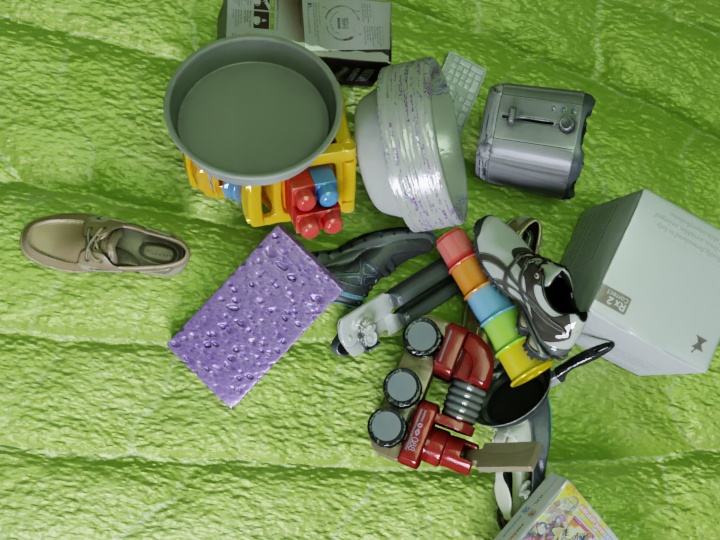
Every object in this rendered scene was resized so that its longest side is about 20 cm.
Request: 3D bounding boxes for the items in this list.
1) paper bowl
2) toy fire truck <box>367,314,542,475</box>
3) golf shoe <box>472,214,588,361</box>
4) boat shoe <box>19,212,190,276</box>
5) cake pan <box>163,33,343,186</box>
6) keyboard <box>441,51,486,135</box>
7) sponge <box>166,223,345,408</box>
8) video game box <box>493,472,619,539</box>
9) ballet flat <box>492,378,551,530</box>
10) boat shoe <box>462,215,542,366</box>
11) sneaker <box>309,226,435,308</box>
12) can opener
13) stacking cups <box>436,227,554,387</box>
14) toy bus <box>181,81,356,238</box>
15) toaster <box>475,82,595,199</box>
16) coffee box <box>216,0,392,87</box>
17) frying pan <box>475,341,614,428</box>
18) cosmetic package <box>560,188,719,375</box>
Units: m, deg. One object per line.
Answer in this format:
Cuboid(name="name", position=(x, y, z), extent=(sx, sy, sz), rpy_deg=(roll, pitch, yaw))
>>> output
Cuboid(name="paper bowl", position=(0.058, -0.144, 1.617), extent=(0.104, 0.201, 0.202), rpy_deg=(-11, 87, 13))
Cuboid(name="toy fire truck", position=(0.124, 0.163, 1.616), extent=(0.199, 0.129, 0.177), rpy_deg=(21, 80, 9))
Cuboid(name="golf shoe", position=(0.206, 0.005, 1.600), extent=(0.078, 0.095, 0.201), rpy_deg=(-10, 62, -39))
Cuboid(name="boat shoe", position=(-0.299, -0.033, 1.605), extent=(0.199, 0.065, 0.072), rpy_deg=(4, 84, -12))
Cuboid(name="cake pan", position=(-0.119, -0.176, 1.528), extent=(0.199, 0.037, 0.201), rpy_deg=(1, 60, -2))
Cuboid(name="keyboard", position=(0.100, -0.178, 1.731), extent=(0.056, 0.011, 0.201), rpy_deg=(24, 81, -9))
Cuboid(name="sponge", position=(-0.124, 0.055, 1.621), extent=(0.112, 0.030, 0.200), rpy_deg=(43, 98, -4))
Cuboid(name="video game box", position=(0.237, 0.376, 1.658), extent=(0.182, 0.047, 0.200), rpy_deg=(-45, 116, -10))
Cuboid(name="ballet flat", position=(0.195, 0.232, 1.679), extent=(0.073, 0.073, 0.201), rpy_deg=(4, 86, -12))
Cuboid(name="boat shoe", position=(0.178, 0.026, 1.694), extent=(0.071, 0.076, 0.201), rpy_deg=(17, 82, -12))
Cuboid(name="sneaker", position=(0.000, 0.000, 1.668), extent=(0.199, 0.073, 0.082), rpy_deg=(-17, 94, -3))
Cuboid(name="can opener", position=(0.048, 0.039, 1.676), extent=(0.200, 0.066, 0.053), rpy_deg=(-30, 111, -21))
Cuboid(name="stacking cups", position=(0.160, 0.039, 1.645), extent=(0.060, 0.061, 0.201), rpy_deg=(-24, 74, -13))
Cuboid(name="toy bus", position=(-0.097, -0.113, 1.579), extent=(0.199, 0.136, 0.192), rpy_deg=(-9, 47, -11))
Cuboid(name="toaster", position=(0.212, -0.158, 1.675), extent=(0.129, 0.200, 0.114), rpy_deg=(12, 81, 7))
Cuboid(name="coffee box", position=(-0.070, -0.279, 1.651), extent=(0.199, 0.113, 0.080), rpy_deg=(3, 81, -11))
Cuboid(name="frying pan", position=(0.215, 0.128, 1.674), extent=(0.190, 0.115, 0.031), rpy_deg=(-36, 122, -1))
Cuboid(name="cosmetic package", position=(0.343, 0.020, 1.667), extent=(0.164, 0.200, 0.166), rpy_deg=(27, 80, -9))
